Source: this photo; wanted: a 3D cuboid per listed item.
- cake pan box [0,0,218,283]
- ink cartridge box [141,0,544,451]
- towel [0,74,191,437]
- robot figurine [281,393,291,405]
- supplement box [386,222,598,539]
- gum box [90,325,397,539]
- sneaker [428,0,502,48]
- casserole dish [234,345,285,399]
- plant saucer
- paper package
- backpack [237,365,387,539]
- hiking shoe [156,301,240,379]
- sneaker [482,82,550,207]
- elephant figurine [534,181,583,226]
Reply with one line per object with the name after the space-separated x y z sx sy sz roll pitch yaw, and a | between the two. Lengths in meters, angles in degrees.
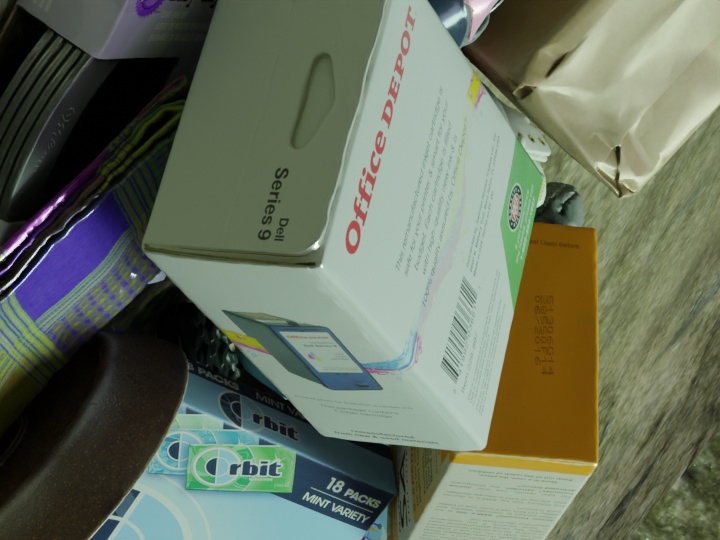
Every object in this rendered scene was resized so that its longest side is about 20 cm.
-0.108 -0.073 1.031 0.185 0.052 0.200 -61 163 15 | cake pan box
0.000 -0.026 1.015 0.200 0.087 0.146 51 48 -57 | ink cartridge box
-0.132 0.015 1.007 0.200 0.023 0.144 -46 165 -12 | towel
0.000 0.000 1.272 0.200 0.058 0.146 -41 142 -76 | robot figurine
0.063 0.071 1.183 0.200 0.073 0.126 109 -16 -64 | supplement box
-0.104 0.144 1.236 0.200 0.170 0.045 -54 -157 26 | gum box
0.036 -0.129 1.143 0.082 0.070 0.200 -22 -171 5 | sneaker
-0.042 -0.008 1.320 0.200 0.039 0.121 88 21 -63 | casserole dish
-0.164 0.095 1.079 0.200 0.035 0.200 -35 -159 16 | plant saucer
0.136 -0.164 1.218 0.191 0.103 0.200 -47 -152 5 | paper package
-0.003 0.145 1.498 0.135 0.200 0.183 -45 162 -31 | backpack
-0.118 0.111 1.330 0.074 0.086 0.201 -51 146 -65 | hiking shoe
0.068 -0.060 1.241 0.115 0.200 0.074 28 106 -31 | sneaker
0.057 -0.018 1.523 0.141 0.156 0.200 -15 169 27 | elephant figurine
